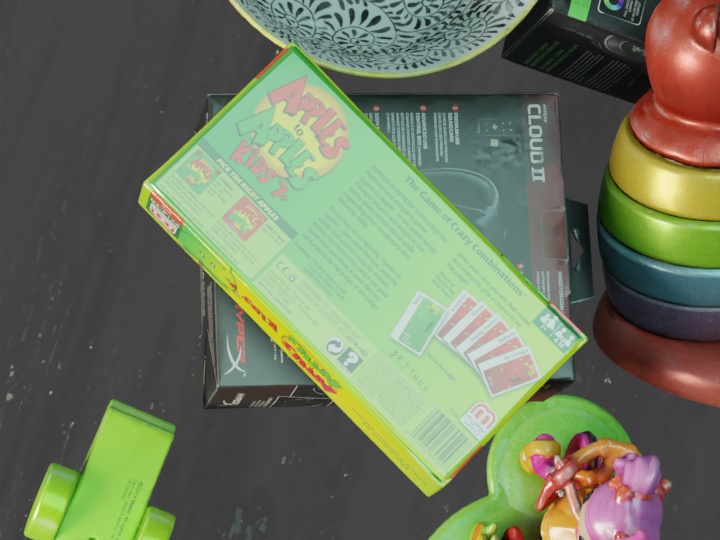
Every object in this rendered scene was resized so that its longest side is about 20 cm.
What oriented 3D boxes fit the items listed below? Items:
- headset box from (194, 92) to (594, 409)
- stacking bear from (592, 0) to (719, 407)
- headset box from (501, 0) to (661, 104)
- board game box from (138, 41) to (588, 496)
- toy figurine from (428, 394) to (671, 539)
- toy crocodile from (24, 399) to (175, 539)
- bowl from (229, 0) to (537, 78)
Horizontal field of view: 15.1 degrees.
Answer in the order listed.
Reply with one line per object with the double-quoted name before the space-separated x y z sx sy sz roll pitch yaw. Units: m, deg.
"headset box" 0.020 -0.010 1.364 0.199 0.077 0.149 -1 79 -10
"stacking bear" 0.176 -0.051 1.350 0.113 0.201 0.122 11 31 16
"headset box" 0.184 -0.175 1.436 0.199 0.093 0.175 19 74 -10
"board game box" 0.000 0.000 1.295 0.200 0.048 0.102 45 76 2
"toy figurine" 0.117 0.145 1.310 0.150 0.184 0.201 14 76 -11
"toy crocodile" -0.138 0.159 1.313 0.067 0.062 0.201 19 71 -9
"bowl" -0.002 -0.185 1.391 0.200 0.094 0.202 3 79 -14
